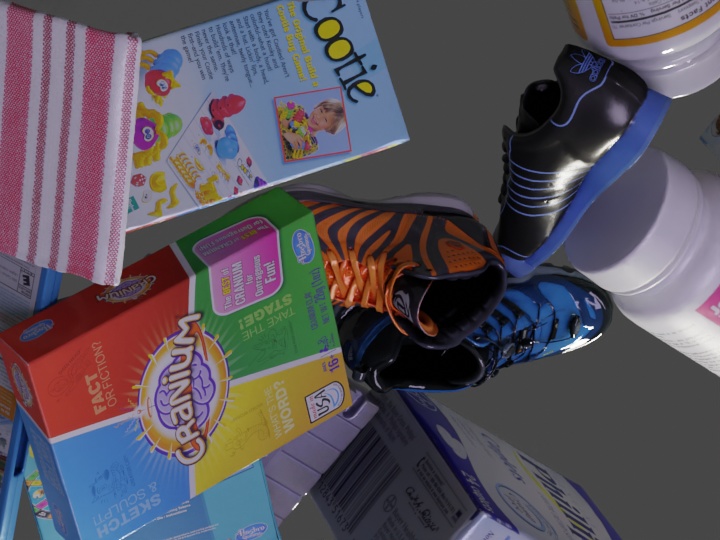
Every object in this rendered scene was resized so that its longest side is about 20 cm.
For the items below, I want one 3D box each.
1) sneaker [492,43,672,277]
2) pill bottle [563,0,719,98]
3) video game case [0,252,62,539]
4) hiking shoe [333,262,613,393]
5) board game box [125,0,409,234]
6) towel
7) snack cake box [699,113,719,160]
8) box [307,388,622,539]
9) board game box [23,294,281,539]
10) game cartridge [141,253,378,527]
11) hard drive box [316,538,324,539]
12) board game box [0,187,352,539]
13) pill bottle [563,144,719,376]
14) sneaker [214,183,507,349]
[{"bbox_3d":[0.120,-0.072,1.574,0.078,0.070,0.200,34,140,-4],"label":"sneaker"},{"bbox_3d":[0.167,-0.205,1.512,0.109,0.109,0.200,-26,124,-4],"label":"pill bottle"},{"bbox_3d":[-0.251,0.052,1.499,0.018,0.143,0.200,-24,134,-53],"label":"video game case"},{"bbox_3d":[0.079,0.049,1.639,0.200,0.087,0.075,-8,123,-15],"label":"hiking shoe"},{"bbox_3d":[-0.087,-0.093,1.468,0.200,0.103,0.105,-18,93,-9],"label":"board game box"},{"bbox_3d":[-0.208,-0.085,1.405,0.030,0.200,0.147,-25,127,-56],"label":"towel"},{"bbox_3d":[0.326,-0.123,1.614,0.067,0.115,0.200,33,103,-31],"label":"snack cake box"},{"bbox_3d":[0.087,0.189,1.665,0.200,0.184,0.105,32,102,-32],"label":"box"},{"bbox_3d":[-0.144,0.104,1.575,0.151,0.047,0.200,-16,123,-8],"label":"board game box"},{"bbox_3d":[-0.101,0.086,1.628,0.200,0.038,0.130,34,107,-31],"label":"game cartridge"},{"bbox_3d":[0.010,0.304,1.692,0.077,0.200,0.156,-36,124,2],"label":"hard drive box"},{"bbox_3d":[-0.107,0.061,1.487,0.200,0.040,0.153,-29,129,-23],"label":"board game box"},{"bbox_3d":[0.237,0.003,1.654,0.200,0.113,0.113,30,105,-31],"label":"pill bottle"},{"bbox_3d":[0.000,0.000,1.567,0.200,0.112,0.078,-8,121,-16],"label":"sneaker"}]
